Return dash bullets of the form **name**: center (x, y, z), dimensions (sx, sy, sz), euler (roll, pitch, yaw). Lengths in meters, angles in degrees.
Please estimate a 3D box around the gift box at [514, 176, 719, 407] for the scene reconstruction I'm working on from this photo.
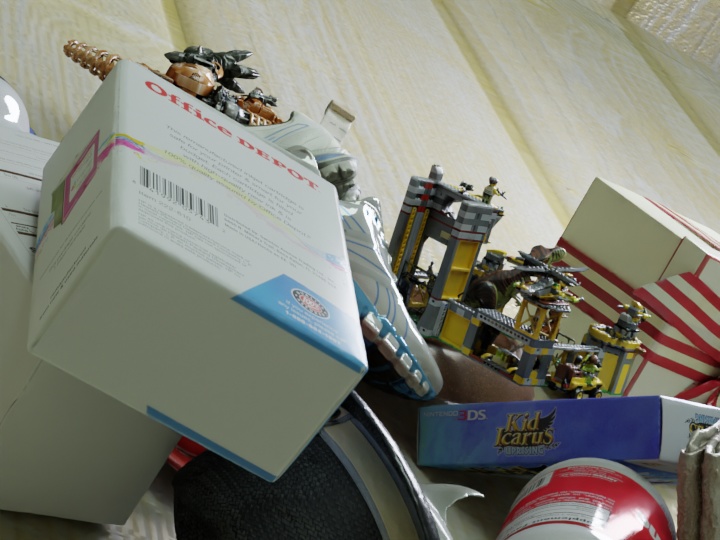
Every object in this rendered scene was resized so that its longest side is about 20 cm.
- **gift box**: center (0.243, 0.052, 1.776), dimensions (0.199, 0.185, 0.187), euler (15, 17, -37)

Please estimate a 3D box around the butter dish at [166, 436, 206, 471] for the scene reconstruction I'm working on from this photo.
- **butter dish**: center (-0.082, 0.020, 1.325), dimensions (0.200, 0.148, 0.199), euler (43, 21, 24)

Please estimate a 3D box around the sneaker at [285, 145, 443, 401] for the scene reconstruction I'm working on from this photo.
- **sneaker**: center (0.000, 0.000, 1.438), dimensions (0.200, 0.087, 0.075), euler (51, -29, -20)

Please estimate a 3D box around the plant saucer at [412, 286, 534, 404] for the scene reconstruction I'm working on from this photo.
- **plant saucer**: center (0.037, 0.044, 1.574), dimensions (0.199, 0.035, 0.200), euler (18, 12, -4)

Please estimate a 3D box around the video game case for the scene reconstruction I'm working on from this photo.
- **video game case**: center (0.170, 0.120, 1.493), dimensions (0.199, 0.046, 0.181), euler (-5, -13, 40)

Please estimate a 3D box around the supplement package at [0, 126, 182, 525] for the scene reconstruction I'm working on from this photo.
- **supplement package**: center (-0.184, 0.024, 1.176), dimensions (0.119, 0.122, 0.200), euler (15, 27, -45)

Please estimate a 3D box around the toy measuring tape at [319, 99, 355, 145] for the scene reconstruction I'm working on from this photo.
- **toy measuring tape**: center (-0.057, -0.036, 1.561), dimensions (0.073, 0.074, 0.201), euler (31, 52, -9)

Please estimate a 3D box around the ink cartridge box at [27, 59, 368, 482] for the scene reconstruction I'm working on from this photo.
- **ink cartridge box**: center (-0.083, -0.005, 1.097), dimensions (0.144, 0.085, 0.200), euler (31, 22, -20)

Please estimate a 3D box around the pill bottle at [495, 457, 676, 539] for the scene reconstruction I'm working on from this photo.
- **pill bottle**: center (0.127, 0.193, 1.305), dimensions (0.112, 0.113, 0.200), euler (35, 18, 3)

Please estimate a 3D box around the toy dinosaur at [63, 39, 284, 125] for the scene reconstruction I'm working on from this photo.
- **toy dinosaur**: center (-0.123, -0.128, 1.642), dimensions (0.200, 0.102, 0.136), euler (47, 6, -5)

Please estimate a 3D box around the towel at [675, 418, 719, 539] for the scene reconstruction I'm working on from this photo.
- **towel**: center (0.236, 0.185, 1.390), dimensions (0.034, 0.202, 0.132), euler (8, 17, 32)

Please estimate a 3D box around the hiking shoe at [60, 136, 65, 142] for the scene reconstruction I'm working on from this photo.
- **hiking shoe**: center (-0.157, -0.063, 1.556), dimensions (0.100, 0.076, 0.200), euler (34, 7, 38)

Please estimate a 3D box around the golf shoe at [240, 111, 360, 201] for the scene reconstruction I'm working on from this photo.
- **golf shoe**: center (-0.103, -0.053, 1.486), dimensions (0.199, 0.079, 0.097), euler (-15, 49, -21)

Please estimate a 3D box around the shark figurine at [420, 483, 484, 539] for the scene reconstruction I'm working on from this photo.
- **shark figurine**: center (0.042, 0.155, 1.197), dimensions (0.089, 0.129, 0.214), euler (-14, 42, -35)

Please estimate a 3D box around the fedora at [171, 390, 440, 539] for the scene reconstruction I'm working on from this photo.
- **fedora**: center (-0.038, 0.145, 1.131), dimensions (0.091, 0.202, 0.201), euler (-18, 46, -26)

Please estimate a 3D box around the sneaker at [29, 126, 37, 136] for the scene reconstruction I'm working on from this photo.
- **sneaker**: center (-0.282, -0.109, 1.452), dimensions (0.200, 0.075, 0.078), euler (46, 11, 10)

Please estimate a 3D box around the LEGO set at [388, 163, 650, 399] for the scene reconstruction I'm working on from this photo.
- **LEGO set**: center (0.110, 0.000, 1.509), dimensions (0.153, 0.117, 0.200), euler (8, 16, -40)

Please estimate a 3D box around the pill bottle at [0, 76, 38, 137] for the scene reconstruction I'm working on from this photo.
- **pill bottle**: center (-0.275, -0.092, 1.326), dimensions (0.200, 0.116, 0.116), euler (43, 20, 25)
